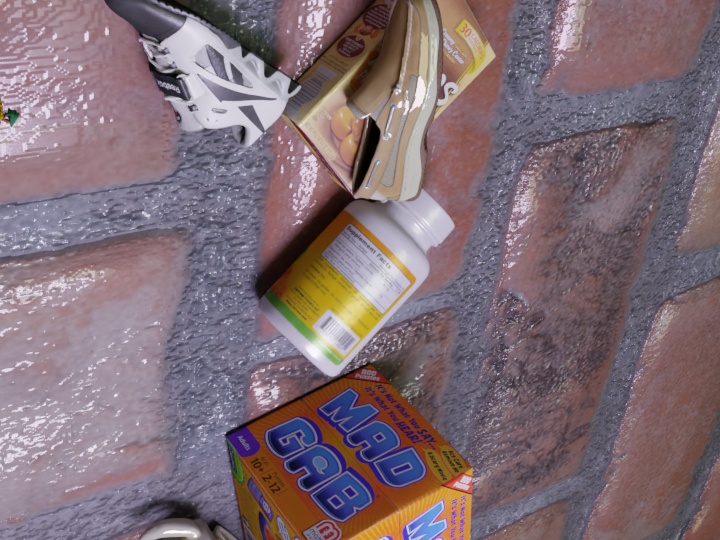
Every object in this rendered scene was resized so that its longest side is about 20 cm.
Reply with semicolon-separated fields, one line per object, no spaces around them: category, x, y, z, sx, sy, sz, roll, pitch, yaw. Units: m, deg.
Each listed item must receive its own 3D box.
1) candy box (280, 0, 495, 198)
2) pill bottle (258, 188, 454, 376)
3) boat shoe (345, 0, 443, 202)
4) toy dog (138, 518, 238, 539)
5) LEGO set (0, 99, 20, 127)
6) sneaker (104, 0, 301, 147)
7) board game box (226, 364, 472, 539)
candy box;0.026;-0.182;0.918;0.200;0.055;0.116;-45;135;-3
pill bottle;0.000;0.000;0.983;0.200;0.111;0.111;-47;137;-3
boat shoe;0.025;-0.150;0.856;0.075;0.072;0.202;-4;119;-15
toy dog;-0.214;0.386;1.060;0.200;0.140;0.194;-41;134;-6
LEGO set;-0.297;-0.169;0.594;0.199;0.155;0.116;21;132;-33
sneaker;-0.137;-0.162;0.787;0.199;0.074;0.089;28;97;-46
board game box;-0.011;0.275;1.097;0.199;0.200;0.202;-23;132;-25
